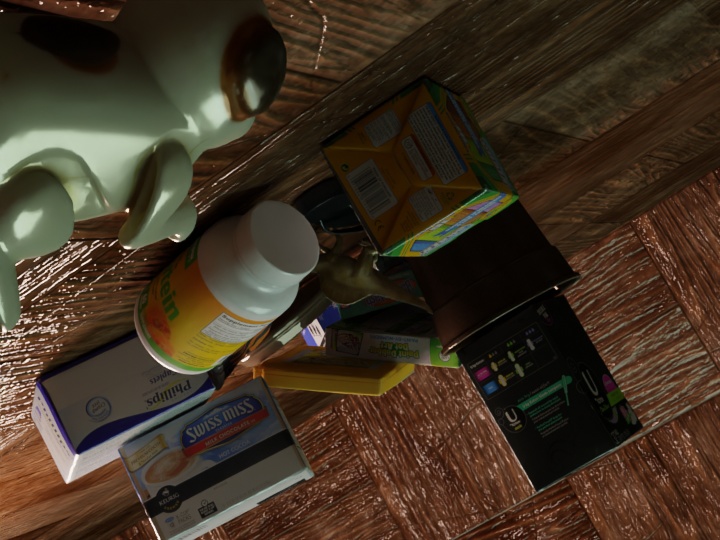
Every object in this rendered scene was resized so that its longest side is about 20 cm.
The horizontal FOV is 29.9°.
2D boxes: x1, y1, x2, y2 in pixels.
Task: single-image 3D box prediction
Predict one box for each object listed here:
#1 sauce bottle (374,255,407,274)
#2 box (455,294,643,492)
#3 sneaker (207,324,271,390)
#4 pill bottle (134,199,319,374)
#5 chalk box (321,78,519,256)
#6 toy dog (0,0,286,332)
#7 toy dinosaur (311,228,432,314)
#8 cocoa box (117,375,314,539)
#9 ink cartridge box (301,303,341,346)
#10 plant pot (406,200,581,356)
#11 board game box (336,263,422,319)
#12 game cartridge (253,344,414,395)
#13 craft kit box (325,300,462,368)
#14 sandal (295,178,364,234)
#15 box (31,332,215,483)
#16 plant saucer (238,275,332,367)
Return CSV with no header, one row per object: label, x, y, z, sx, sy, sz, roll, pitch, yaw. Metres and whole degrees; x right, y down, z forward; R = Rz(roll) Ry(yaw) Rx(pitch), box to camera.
sauce bottle,0.097,-0.051,1.849,0.200,0.066,0.066,-26,170,-20
box,0.237,0.149,1.684,0.124,0.200,0.148,-34,169,22
sneaker,-0.158,0.055,1.642,0.112,0.077,0.200,-48,169,-33
pill bottle,-0.131,0.014,1.339,0.111,0.111,0.200,-20,166,-47
chalk box,0.069,-0.095,1.331,0.124,0.125,0.200,-32,172,16
toy dog,-0.139,-0.097,0.721,0.200,0.140,0.194,-25,133,-20
toy dinosaur,0.000,0.000,1.579,0.058,0.199,0.101,94,16,-60
cocoa box,-0.176,0.238,1.668,0.199,0.132,0.133,-27,168,-5
ink cartridge box,-0.053,0.089,2.046,0.044,0.094,0.200,-28,171,-12
plant pot,0.141,-0.027,1.689,0.200,0.199,0.200,-29,172,-5
board game box,0.056,0.015,1.925,0.152,0.045,0.200,-16,-176,13
game cartridge,-0.033,0.132,1.807,0.176,0.033,0.200,3,-176,14
craft kit box,0.080,0.084,1.877,0.197,0.049,0.200,7,-166,25
sandal,-0.018,-0.062,1.491,0.076,0.043,0.200,-33,171,18
box,-0.295,0.161,1.649,0.184,0.105,0.200,-26,171,-23
plant saucer,-0.094,0.064,1.803,0.200,0.029,0.200,-40,-173,6
